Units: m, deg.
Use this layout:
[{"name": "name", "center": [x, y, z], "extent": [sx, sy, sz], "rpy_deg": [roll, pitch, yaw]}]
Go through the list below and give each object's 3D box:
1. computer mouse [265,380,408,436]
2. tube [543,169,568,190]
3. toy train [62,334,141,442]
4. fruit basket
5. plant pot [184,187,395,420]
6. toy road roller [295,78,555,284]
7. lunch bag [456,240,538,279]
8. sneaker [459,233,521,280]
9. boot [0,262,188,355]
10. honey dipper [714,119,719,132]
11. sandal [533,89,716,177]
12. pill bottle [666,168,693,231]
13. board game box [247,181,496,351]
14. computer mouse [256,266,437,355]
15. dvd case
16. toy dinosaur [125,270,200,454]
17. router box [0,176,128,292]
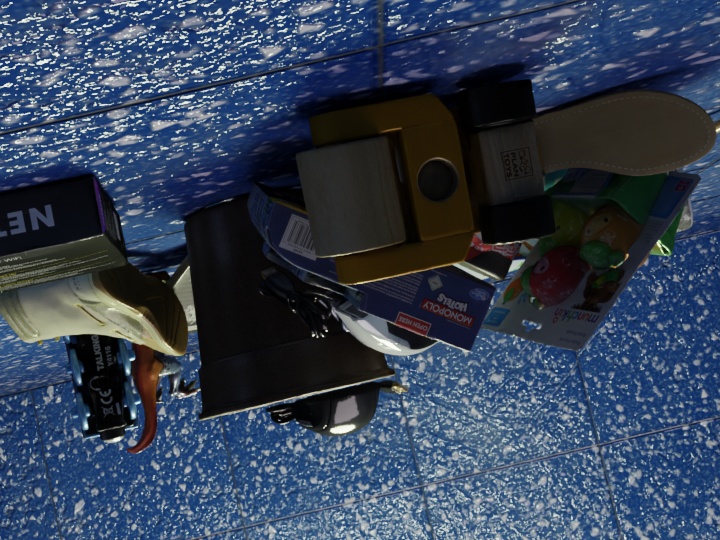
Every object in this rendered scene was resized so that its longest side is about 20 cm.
[{"name": "computer mouse", "center": [-0.005, 0.143, 1.190], "extent": [0.140, 0.046, 0.200], "rpy_deg": [-9, 173, -24]}, {"name": "tube", "center": [0.250, -0.118, 1.242], "extent": [0.200, 0.051, 0.077], "rpy_deg": [-15, 180, -35]}, {"name": "toy train", "center": [-0.321, 0.108, 1.408], "extent": [0.086, 0.201, 0.114], "rpy_deg": [-12, -175, -14]}, {"name": "fruit basket", "center": [0.207, -0.019, 1.094], "extent": [0.200, 0.094, 0.185], "rpy_deg": [-48, -160, -12]}, {"name": "plant pot", "center": [-0.082, 0.031, 1.150], "extent": [0.200, 0.199, 0.200], "rpy_deg": [-12, 174, -1]}, {"name": "toy road roller", "center": [0.045, -0.069, 0.886], "extent": [0.199, 0.123, 0.146], "rpy_deg": [-12, -174, -15]}, {"name": "lunch bag", "center": [0.114, -0.043, 1.266], "extent": [0.200, 0.124, 0.170], "rpy_deg": [3, 167, -36]}, {"name": "sneaker", "center": [0.071, -0.079, 1.099], "extent": [0.201, 0.108, 0.067], "rpy_deg": [25, 177, -12]}, {"name": "boot", "center": [-0.300, 0.052, 1.307], "extent": [0.154, 0.072, 0.200], "rpy_deg": [-14, 150, 19]}, {"name": "honey dipper", "center": [0.376, -0.148, 1.262], "extent": [0.038, 0.038, 0.200], "rpy_deg": [-9, 171, -35]}, {"name": "sandal", "center": [0.210, -0.125, 1.042], "extent": [0.211, 0.078, 0.070], "rpy_deg": [-8, -160, 17]}, {"name": "pill bottle", "center": [0.294, -0.078, 1.404], "extent": [0.199, 0.107, 0.106], "rpy_deg": [-14, 174, 9]}, {"name": "board game box", "center": [-0.007, -0.011, 1.011], "extent": [0.199, 0.062, 0.200], "rpy_deg": [22, -176, -14]}, {"name": "computer mouse", "center": [0.000, 0.047, 1.041], "extent": [0.200, 0.044, 0.110], "rpy_deg": [17, -173, -41]}, {"name": "dvd case", "center": [-0.180, 0.020, 1.401], "extent": [0.148, 0.016, 0.200], "rpy_deg": [-8, 150, -44]}, {"name": "toy dinosaur", "center": [-0.260, 0.098, 1.474], "extent": [0.105, 0.200, 0.182], "rpy_deg": [-6, 133, 7]}, {"name": "router box", "center": [-0.296, -0.017, 0.925], "extent": [0.199, 0.051, 0.149], "rpy_deg": [-13, 173, -7]}]
